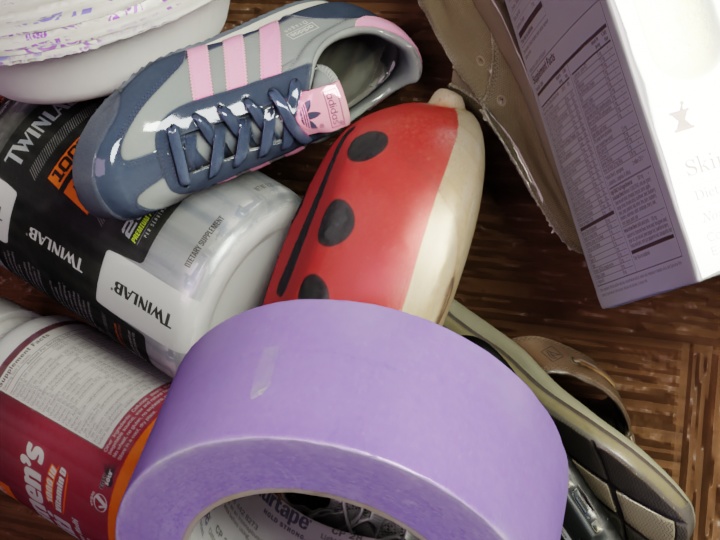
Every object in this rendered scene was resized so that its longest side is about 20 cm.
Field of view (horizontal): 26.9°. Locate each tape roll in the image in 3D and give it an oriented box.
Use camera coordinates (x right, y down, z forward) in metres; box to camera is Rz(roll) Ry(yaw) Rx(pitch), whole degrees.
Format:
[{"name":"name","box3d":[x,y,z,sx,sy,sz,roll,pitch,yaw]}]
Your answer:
[{"name":"tape roll","box3d":[-0.007,0.115,0.695,0.198,0.085,0.201,9,134,9]}]

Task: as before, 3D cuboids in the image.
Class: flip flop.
[{"name":"flip flop","box3d":[0.098,0.066,0.782,0.200,0.057,0.081,41,152,31]}]

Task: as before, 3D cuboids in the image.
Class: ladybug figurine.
[{"name":"ladybug figurine","box3d":[0.000,0.000,0.760,0.071,0.136,0.202,21,91,-17]}]

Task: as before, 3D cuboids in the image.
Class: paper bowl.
[{"name":"paper bowl","box3d":[-0.149,-0.162,0.815,0.199,0.201,0.105,2,122,26]}]

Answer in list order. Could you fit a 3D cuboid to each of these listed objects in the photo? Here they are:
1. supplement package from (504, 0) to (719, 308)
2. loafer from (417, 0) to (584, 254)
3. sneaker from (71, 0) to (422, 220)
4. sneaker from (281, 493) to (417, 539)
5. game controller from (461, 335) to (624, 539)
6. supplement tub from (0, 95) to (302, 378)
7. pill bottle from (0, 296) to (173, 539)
[{"name":"supplement package","box3d":[0.161,-0.105,0.658,0.150,0.151,0.202,-17,86,-6]},{"name":"loafer","box3d":[0.091,-0.095,0.769,0.067,0.076,0.201,-24,90,60]},{"name":"sneaker","box3d":[-0.053,-0.084,0.766,0.082,0.200,0.071,19,136,42]},{"name":"sneaker","box3d":[-0.005,0.140,0.824,0.075,0.082,0.201,-42,76,22]},{"name":"game controller","box3d":[0.087,0.126,0.770,0.201,0.042,0.104,57,141,0]},{"name":"supplement tub","box3d":[-0.135,-0.031,0.853,0.199,0.122,0.123,30,106,21]},{"name":"pill bottle","box3d":[-0.161,0.092,0.878,0.199,0.109,0.111,23,104,30]}]
